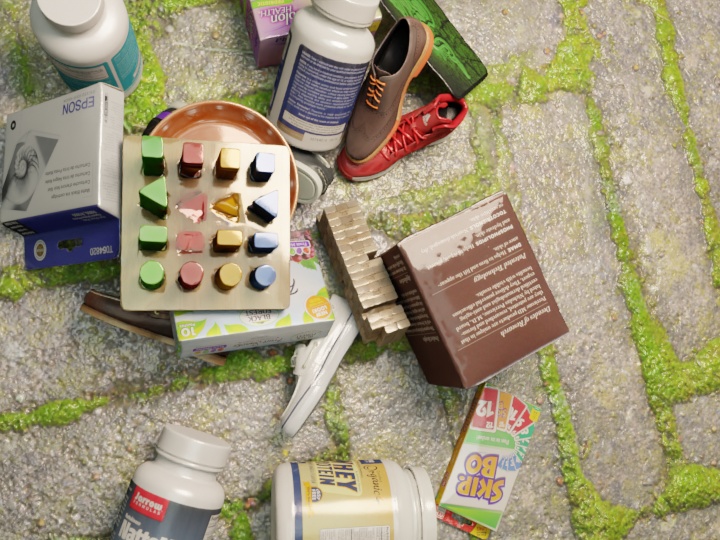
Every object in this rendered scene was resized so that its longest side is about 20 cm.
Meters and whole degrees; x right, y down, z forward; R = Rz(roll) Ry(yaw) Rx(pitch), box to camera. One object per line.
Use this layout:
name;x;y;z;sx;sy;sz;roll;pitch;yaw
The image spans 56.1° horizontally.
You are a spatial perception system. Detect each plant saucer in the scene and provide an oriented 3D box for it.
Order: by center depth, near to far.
plant saucer;-0.176;-0.108;0.844;0.197;0.032;0.204;1;88;-18

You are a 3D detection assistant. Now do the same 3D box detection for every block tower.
block tower;0.000;0.000;0.910;0.053;0.058;0.202;-16;69;-20

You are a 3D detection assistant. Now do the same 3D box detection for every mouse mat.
mouse mat;0.104;-0.343;0.969;0.201;0.008;0.161;49;38;-5

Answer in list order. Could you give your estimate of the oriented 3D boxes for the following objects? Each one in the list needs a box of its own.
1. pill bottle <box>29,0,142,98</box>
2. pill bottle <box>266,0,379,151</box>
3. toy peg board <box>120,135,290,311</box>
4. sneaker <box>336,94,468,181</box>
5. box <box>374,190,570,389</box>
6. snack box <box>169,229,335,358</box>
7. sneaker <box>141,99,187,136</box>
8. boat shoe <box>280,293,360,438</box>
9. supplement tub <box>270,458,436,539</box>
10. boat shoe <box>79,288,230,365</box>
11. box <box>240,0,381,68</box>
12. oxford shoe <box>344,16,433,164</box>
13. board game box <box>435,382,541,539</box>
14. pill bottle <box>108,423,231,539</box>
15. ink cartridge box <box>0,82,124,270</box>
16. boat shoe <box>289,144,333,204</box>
pill bottle;-0.336;-0.290;0.833;0.109;0.200;0.113;1;83;-11
pill bottle;-0.047;-0.266;0.871;0.109;0.202;0.112;15;39;-12
toy peg board;-0.171;-0.057;0.771;0.196;0.098;0.204;1;85;-17
sneaker;0.061;-0.197;0.943;0.198;0.115;0.079;-31;90;-13
box;0.139;0.030;0.908;0.162;0.166;0.202;-26;89;-13
snack box;-0.146;0.026;0.867;0.197;0.053;0.144;-6;61;-23
sneaker;-0.204;-0.132;0.888;0.199;0.070;0.100;36;45;3
boat shoe;-0.063;0.125;0.914;0.066;0.074;0.201;30;66;4
supplement tub;-0.013;0.317;0.859;0.196;0.144;0.147;1;84;-11
boat shoe;-0.256;0.058;0.878;0.197;0.070;0.071;22;88;-17
box;-0.084;-0.412;0.949;0.173;0.097;0.203;-15;86;-12
oxford shoe;0.023;-0.237;0.888;0.071;0.072;0.202;30;105;20
board game box;0.179;0.272;0.963;0.094;0.030;0.203;25;82;-7
pill bottle;-0.235;0.301;0.831;0.118;0.120;0.203;19;80;-8
ink cartridge box;-0.369;-0.109;0.828;0.197;0.040;0.204;-6;83;31
boat shoe;-0.128;-0.163;0.933;0.199;0.076;0.060;36;40;4
